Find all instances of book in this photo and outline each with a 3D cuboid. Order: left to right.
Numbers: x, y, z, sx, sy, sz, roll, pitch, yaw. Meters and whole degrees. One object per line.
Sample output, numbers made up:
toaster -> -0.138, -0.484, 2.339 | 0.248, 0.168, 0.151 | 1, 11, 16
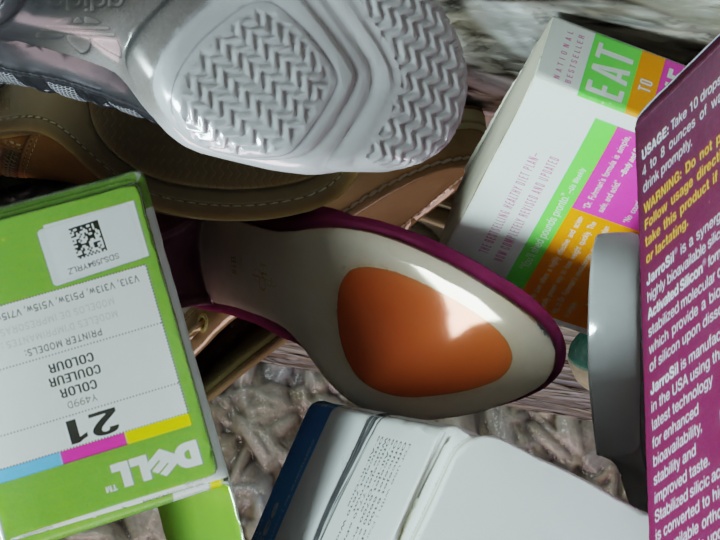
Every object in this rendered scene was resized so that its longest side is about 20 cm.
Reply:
book -> 0.136, -0.008, 0.799 | 0.199, 0.048, 0.134 | 21, 153, -4

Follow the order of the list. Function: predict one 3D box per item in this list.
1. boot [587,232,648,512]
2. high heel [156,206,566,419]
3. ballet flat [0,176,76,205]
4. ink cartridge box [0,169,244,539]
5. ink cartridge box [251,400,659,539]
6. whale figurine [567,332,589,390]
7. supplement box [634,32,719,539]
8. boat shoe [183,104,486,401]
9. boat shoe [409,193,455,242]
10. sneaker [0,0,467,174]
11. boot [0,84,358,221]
boot -> 0.132, 0.044, 0.795 | 0.095, 0.074, 0.200 | -1, 157, 15
high heel -> 0.000, 0.000, 0.848 | 0.199, 0.068, 0.096 | 16, -158, 30
ballet flat -> -0.118, -0.045, 1.004 | 0.199, 0.067, 0.057 | 3, 150, 32
ink cartridge box -> -0.090, 0.078, 0.778 | 0.075, 0.201, 0.148 | -16, 180, -15
ink cartridge box -> 0.050, 0.109, 0.747 | 0.145, 0.084, 0.200 | 26, 174, -10
whale figurine -> 0.160, 0.011, 1.085 | 0.159, 0.104, 0.200 | -12, -150, -31
supplement box -> 0.155, 0.036, 0.639 | 0.130, 0.201, 0.103 | 10, 152, -19
boat shoe -> -0.022, 0.000, 0.961 | 0.200, 0.067, 0.074 | -32, 160, 33
boat shoe -> 0.000, -0.014, 1.021 | 0.200, 0.073, 0.063 | 6, -143, 9
sneaker -> -0.073, -0.075, 0.668 | 0.199, 0.076, 0.114 | 17, 173, -15
boot -> -0.089, -0.060, 0.876 | 0.199, 0.074, 0.155 | 13, 179, 6
